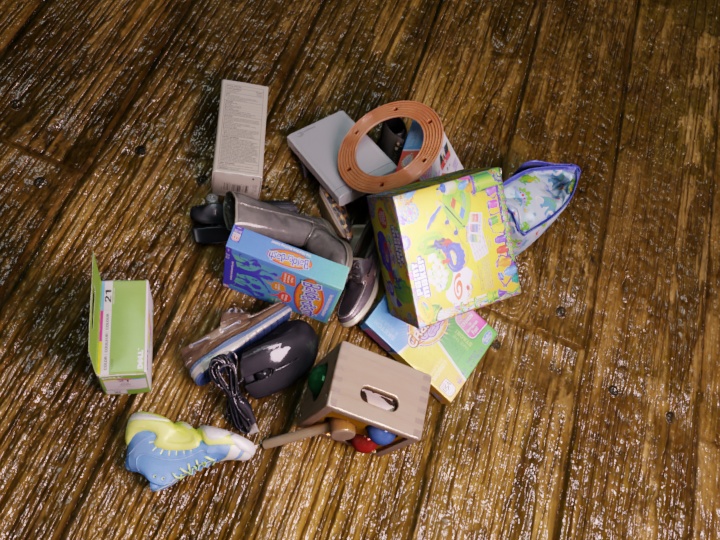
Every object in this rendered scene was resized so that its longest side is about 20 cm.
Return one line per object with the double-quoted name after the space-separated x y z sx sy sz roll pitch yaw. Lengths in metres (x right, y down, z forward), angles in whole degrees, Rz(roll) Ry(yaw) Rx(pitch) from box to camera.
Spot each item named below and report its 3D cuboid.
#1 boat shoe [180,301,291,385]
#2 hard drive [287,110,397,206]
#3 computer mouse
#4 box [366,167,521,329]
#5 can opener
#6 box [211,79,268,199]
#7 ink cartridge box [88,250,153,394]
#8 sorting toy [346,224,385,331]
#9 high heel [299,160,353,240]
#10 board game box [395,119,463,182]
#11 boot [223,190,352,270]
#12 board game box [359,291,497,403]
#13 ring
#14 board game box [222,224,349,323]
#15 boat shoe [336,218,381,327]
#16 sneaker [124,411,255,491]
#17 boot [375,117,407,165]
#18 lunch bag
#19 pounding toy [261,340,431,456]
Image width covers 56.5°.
-0.202 0.099 1.093 0.198 0.073 0.073 -33 69 -29 "boat shoe"
-0.035 -0.212 1.239 0.130 0.027 0.201 -27 53 -17 "hard drive"
-0.134 0.155 1.070 0.198 0.052 0.142 -35 115 -33 "computer mouse"
0.132 -0.042 1.068 0.188 0.122 0.206 -16 102 -18 "box"
-0.208 -0.103 1.200 0.195 0.081 0.063 -12 30 -23 "can opener"
-0.222 -0.243 1.241 0.092 0.078 0.206 7 64 -11 "box"
-0.350 0.082 0.988 0.073 0.201 0.152 0 65 -14 "ink cartridge box"
0.074 0.006 1.228 0.179 0.037 0.206 -2 67 -16 "sorting toy"
-0.016 -0.155 1.256 0.139 0.072 0.203 -21 63 -15 "high heel"
0.142 -0.168 1.247 0.201 0.039 0.156 52 45 -39 "board game box"
-0.124 -0.060 1.124 0.197 0.074 0.182 21 17 -37 "boot"
0.118 0.102 1.157 0.199 0.040 0.154 41 71 -3 "board game box"
0.052 -0.214 1.168 0.195 0.019 0.205 -13 55 19 "ring"
-0.128 0.011 1.108 0.195 0.153 0.046 19 62 -4 "board game box"
0.000 0.000 1.151 0.065 0.071 0.203 44 59 -32 "boat shoe"
-0.259 0.282 1.002 0.194 0.076 0.108 13 75 0 "sneaker"
0.076 -0.182 1.245 0.076 0.140 0.202 -21 65 -25 "boot"
0.310 -0.115 1.271 0.197 0.171 0.129 -28 78 -24 "lunch bag"
-0.025 0.219 1.036 0.195 0.184 0.146 22 61 -13 "pounding toy"
